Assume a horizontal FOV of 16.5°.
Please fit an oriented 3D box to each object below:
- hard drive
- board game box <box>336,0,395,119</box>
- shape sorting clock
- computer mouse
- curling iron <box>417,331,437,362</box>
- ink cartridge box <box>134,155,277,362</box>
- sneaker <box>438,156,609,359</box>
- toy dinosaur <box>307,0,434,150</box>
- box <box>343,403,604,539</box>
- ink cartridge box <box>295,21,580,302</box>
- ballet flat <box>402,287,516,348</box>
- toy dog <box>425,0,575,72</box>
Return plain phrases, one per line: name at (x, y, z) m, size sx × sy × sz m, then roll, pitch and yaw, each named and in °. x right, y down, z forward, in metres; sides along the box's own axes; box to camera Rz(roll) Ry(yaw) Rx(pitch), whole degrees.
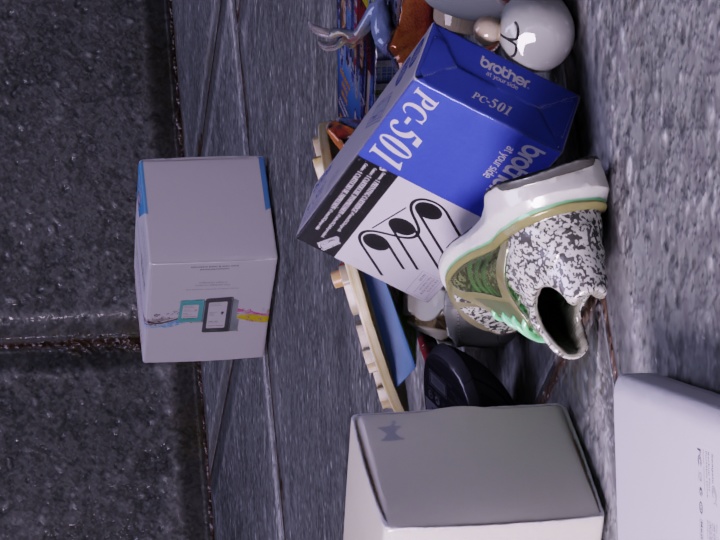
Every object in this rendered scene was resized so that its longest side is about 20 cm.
hard drive at (0.154, 0.121, 1.117) m, size 0.200 × 0.026 × 0.133 m, roll -163°, pitch 71°, yaw -80°
board game box at (0.022, -0.135, 1.774) m, size 0.200 × 0.061 × 0.201 m, roll -110°, pitch 20°, yaw -67°
shape sorting clock at (0.000, 0.000, 1.631) m, size 0.200 × 0.039 × 0.201 m, roll -19°, pitch -90°, yaw -85°
computer mouse at (0.066, 0.123, 1.578) m, size 0.140 × 0.046 × 0.201 m, roll -142°, pitch 40°, yaw -58°
curling iron at (0.062, 0.081, 1.684) m, size 0.201 × 0.025 × 0.050 m, roll -104°, pitch 12°, yaw -51°
ink cartridge box at (-0.179, -0.011, 2.808) m, size 0.201 × 0.145 × 0.148 m, roll 101°, pitch 164°, yaw -55°
sneaker at (0.093, 0.013, 1.353) m, size 0.200 × 0.076 × 0.089 m, roll 106°, pitch 151°, yaw -70°
toy dinosaur at (0.023, -0.164, 1.566) m, size 0.200 × 0.104 × 0.183 m, roll 104°, pitch 169°, yaw -58°
box at (0.059, 0.189, 1.413) m, size 0.109 × 0.127 × 0.201 m, roll -106°, pitch 16°, yaw -56°
ink cartridge box at (0.040, -0.058, 1.423) m, size 0.200 × 0.094 × 0.044 m, roll -50°, pitch 17°, yaw 57°
ballet flat at (0.058, 0.017, 1.580) m, size 0.200 × 0.063 × 0.068 m, roll 176°, pitch 92°, yaw -81°
toy dog at (0.058, -0.169, 1.433) m, size 0.200 × 0.096 × 0.133 m, roll -167°, pitch 75°, yaw -81°
